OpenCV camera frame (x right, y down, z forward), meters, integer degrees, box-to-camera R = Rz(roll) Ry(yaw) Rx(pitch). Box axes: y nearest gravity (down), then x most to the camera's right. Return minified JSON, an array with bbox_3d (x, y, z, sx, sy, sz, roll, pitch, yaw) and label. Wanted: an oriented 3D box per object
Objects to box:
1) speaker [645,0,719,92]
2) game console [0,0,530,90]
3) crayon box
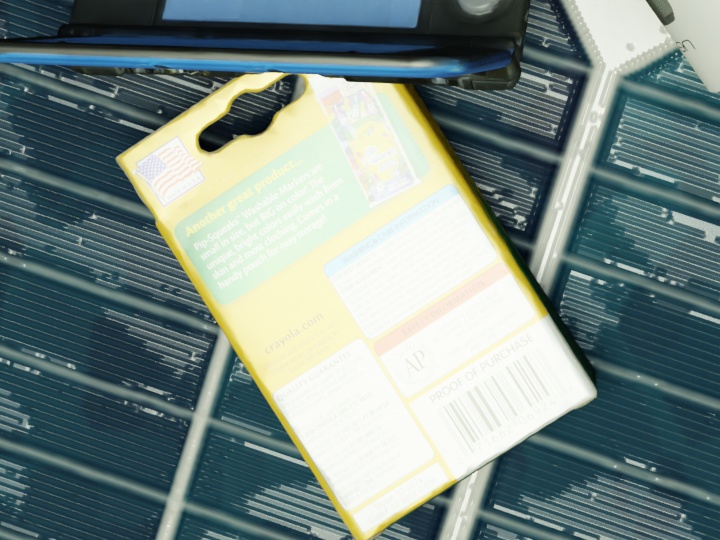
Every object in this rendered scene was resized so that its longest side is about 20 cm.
[{"bbox_3d":[0.124,-0.175,1.016,0.081,0.081,0.201,-35,99,8],"label":"speaker"},{"bbox_3d":[-0.036,-0.131,0.985,0.198,0.118,0.172,4,66,13],"label":"game console"},{"bbox_3d":[0.000,0.000,1.072,0.125,0.052,0.201,-32,93,8],"label":"crayon box"}]
